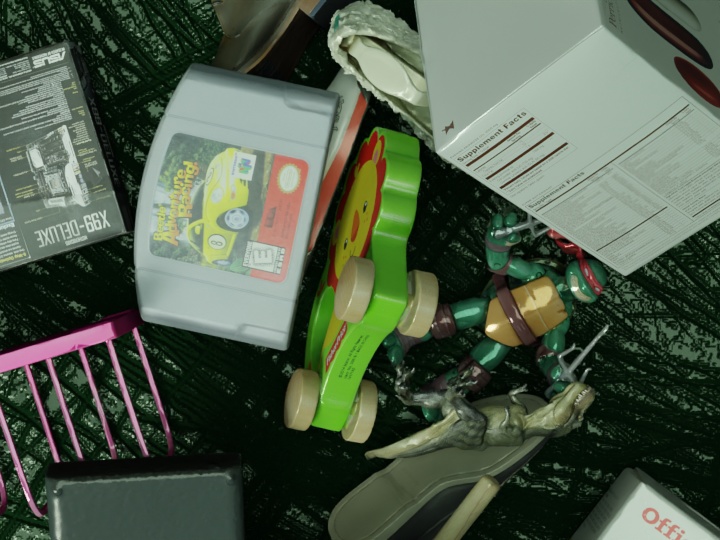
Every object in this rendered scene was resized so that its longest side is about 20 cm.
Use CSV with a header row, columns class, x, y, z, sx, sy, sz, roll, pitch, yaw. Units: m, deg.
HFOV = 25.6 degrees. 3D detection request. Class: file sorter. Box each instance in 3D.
class,x,y,z,sx,sy,sz,roll,pitch,yaw
file sorter,-0.255,0.120,1.206,0.200,0.139,0.125,-17,93,1

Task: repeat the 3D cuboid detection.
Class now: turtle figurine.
class,x,y,z,sx,sy,sz,roll,pitch,yaw
turtle figurine,0.122,0.036,1.220,0.200,0.101,0.150,-30,84,14

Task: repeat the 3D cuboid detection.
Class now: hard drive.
class,x,y,z,sx,sy,sz,roll,pitch,yaw
hard drive,-0.153,0.232,1.160,0.140,0.033,0.200,-3,110,-5

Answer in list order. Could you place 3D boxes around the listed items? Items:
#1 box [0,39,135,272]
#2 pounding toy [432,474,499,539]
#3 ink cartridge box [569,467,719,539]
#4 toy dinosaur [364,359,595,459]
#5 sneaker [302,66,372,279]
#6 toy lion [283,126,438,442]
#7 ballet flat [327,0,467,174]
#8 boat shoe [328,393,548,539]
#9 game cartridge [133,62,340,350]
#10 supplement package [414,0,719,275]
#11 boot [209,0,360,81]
class,x,y,z,sx,sy,sz,roll,pitch,yaw
box,-0.295,-0.076,1.244,0.200,0.050,0.158,-18,92,1
pounding toy,0.013,0.268,1.120,0.184,0.142,0.200,-13,94,37
ink cartridge box,0.211,0.275,1.232,0.145,0.083,0.200,36,92,0
toy dinosaur,0.071,0.107,1.185,0.200,0.047,0.088,-13,131,28
sneaker,-0.066,-0.088,1.233,0.108,0.067,0.201,21,94,-3
toy lion,0.000,0.000,1.195,0.069,0.192,0.200,13,132,-15
ballet flat,0.054,-0.124,1.178,0.200,0.072,0.072,35,92,-2
boat shoe,0.069,0.169,1.255,0.200,0.073,0.063,-33,134,-4
game cartridge,-0.099,-0.049,1.190,0.133,0.041,0.200,12,98,4
supplement package,0.162,-0.141,1.103,0.200,0.191,0.147,30,129,-34
boot,-0.093,-0.191,1.240,0.200,0.075,0.097,-44,73,1
